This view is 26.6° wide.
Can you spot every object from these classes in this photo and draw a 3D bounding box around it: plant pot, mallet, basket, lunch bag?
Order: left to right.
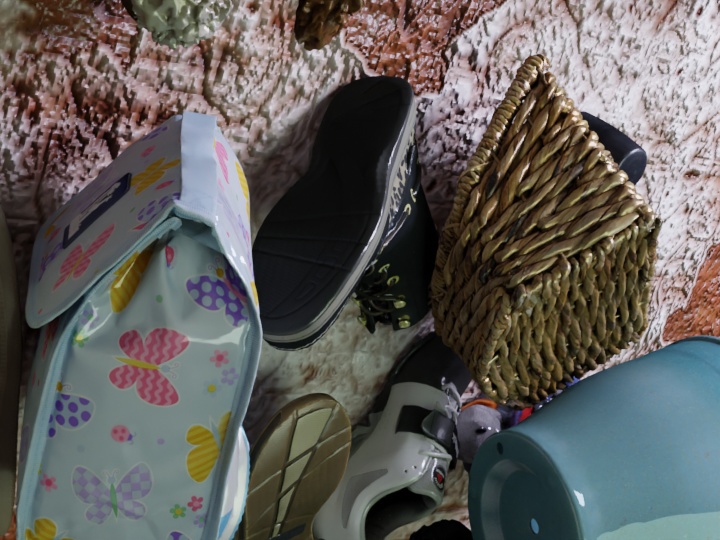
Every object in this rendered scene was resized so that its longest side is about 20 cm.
[{"bbox_3d":[-0.115,0.028,0.798,0.126,0.170,0.202,13,112,-13],"label":"lunch bag"},{"bbox_3d":[0.101,-0.014,1.018,0.142,0.150,0.200,-30,156,-7],"label":"basket"},{"bbox_3d":[0.151,-0.027,1.157,0.041,0.066,0.201,-10,136,-39],"label":"mallet"},{"bbox_3d":[0.184,0.159,1.064,0.186,0.200,0.202,-9,121,-29],"label":"plant pot"}]

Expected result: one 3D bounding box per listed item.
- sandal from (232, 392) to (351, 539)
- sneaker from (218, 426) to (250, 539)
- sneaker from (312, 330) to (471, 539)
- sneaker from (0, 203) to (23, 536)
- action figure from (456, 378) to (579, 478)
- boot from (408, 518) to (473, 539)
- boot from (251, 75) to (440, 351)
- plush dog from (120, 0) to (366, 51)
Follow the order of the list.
[{"bbox_3d":[-0.061,0.154,1.040,0.080,0.054,0.201,-17,140,-30],"label":"sandal"},{"bbox_3d":[-0.138,0.165,0.946,0.081,0.076,0.201,25,93,-48],"label":"sneaker"},{"bbox_3d":[0.044,0.129,1.100,0.201,0.088,0.074,-52,138,-9],"label":"sneaker"},{"bbox_3d":[-0.220,0.055,0.799,0.075,0.070,0.202,-3,109,-23],"label":"sneaker"},{"bbox_3d":[0.125,0.170,1.199,0.193,0.104,0.202,39,60,-45],"label":"action figure"},{"bbox_3d":[0.044,0.265,1.139,0.169,0.076,0.200,-51,159,12],"label":"boot"},{"bbox_3d":[0.002,-0.001,0.946,0.154,0.073,0.205,71,33,-46],"label":"boot"},{"bbox_3d":[-0.043,-0.208,0.733,0.160,0.171,0.201,-35,134,-25],"label":"plush dog"}]
